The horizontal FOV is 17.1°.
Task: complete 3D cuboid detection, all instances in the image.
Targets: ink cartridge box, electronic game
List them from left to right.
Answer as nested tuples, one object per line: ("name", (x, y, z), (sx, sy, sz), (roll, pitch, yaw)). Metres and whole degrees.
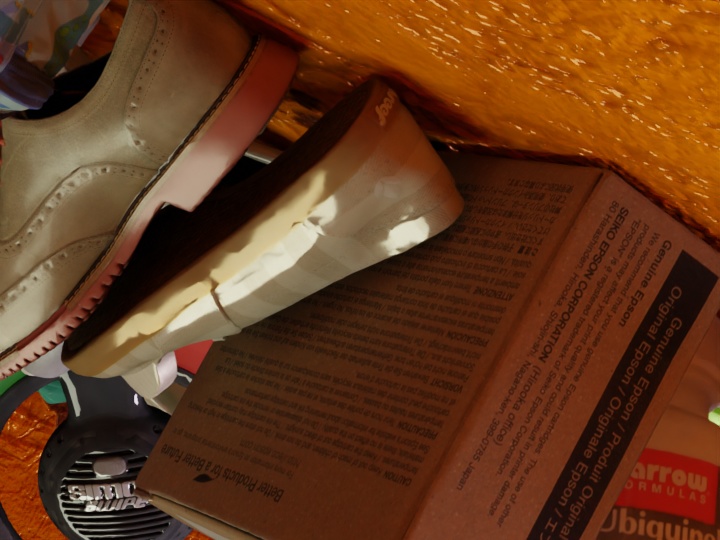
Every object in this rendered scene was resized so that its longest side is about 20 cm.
("electronic game", (-0.110, 0.098, 1.111), (0.200, 0.200, 0.042), (29, -156, -9))
("ink cartridge box", (0.021, 0.042, 0.873), (0.075, 0.165, 0.200), (33, 170, -28))

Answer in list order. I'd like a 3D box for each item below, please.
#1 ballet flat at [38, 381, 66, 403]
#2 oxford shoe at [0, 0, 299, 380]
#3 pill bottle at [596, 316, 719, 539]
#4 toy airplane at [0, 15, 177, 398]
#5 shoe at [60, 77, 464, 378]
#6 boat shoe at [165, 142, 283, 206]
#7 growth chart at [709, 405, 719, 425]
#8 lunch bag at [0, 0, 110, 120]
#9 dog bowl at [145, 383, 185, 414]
("ballet flat", (-0.136, 0.035, 1.197), (0.070, 0.067, 0.200), (12, 173, 8))
("oxford shoe", (-0.108, -0.033, 0.886), (0.075, 0.200, 0.070), (37, -152, -14))
("pill bottle", (0.091, 0.113, 0.900), (0.111, 0.200, 0.111), (6, 160, 2))
("toy airplane", (-0.167, -0.048, 0.996), (0.200, 0.141, 0.199), (38, 161, 45))
("shoe", (-0.041, -0.001, 0.883), (0.053, 0.070, 0.200), (39, 135, -20))
("boat shoe", (0.000, 0.000, 1.021), (0.200, 0.072, 0.066), (36, 176, 4))
("growth chart", (0.154, 0.137, 1.006), (0.018, 0.200, 0.145), (-23, 147, 34))
("lunch bag", (-0.183, -0.134, 0.776), (0.161, 0.082, 0.200), (24, 169, 41))
("dog bowl", (-0.085, 0.045, 1.372), (0.200, 0.074, 0.200), (40, 166, 12))
